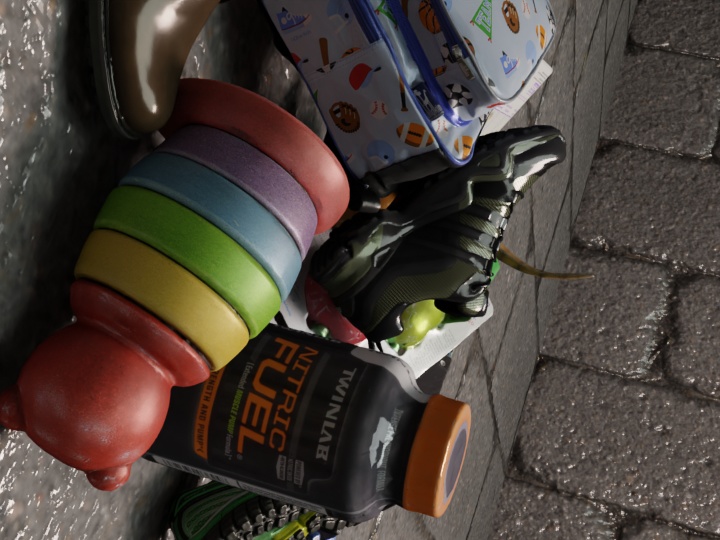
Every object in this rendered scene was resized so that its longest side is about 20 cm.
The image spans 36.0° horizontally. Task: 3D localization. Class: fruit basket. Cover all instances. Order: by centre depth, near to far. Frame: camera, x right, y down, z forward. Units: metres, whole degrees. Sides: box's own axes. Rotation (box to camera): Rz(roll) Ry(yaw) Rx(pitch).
[{"bbox_3d":[0.000,0.000,0.806,0.200,0.094,0.186,-34,106,-29],"label":"fruit basket"}]

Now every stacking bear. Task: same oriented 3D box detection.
[{"bbox_3d":[-0.100,0.011,0.571,0.200,0.121,0.114,-58,-160,-18],"label":"stacking bear"}]

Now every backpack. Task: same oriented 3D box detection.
[{"bbox_3d":[0.025,-0.169,0.718,0.191,0.154,0.200,52,35,-15],"label":"backpack"}]

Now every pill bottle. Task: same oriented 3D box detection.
[{"bbox_3d":[-0.035,0.092,0.690,0.106,0.199,0.107,13,90,-74],"label":"pill bottle"}]

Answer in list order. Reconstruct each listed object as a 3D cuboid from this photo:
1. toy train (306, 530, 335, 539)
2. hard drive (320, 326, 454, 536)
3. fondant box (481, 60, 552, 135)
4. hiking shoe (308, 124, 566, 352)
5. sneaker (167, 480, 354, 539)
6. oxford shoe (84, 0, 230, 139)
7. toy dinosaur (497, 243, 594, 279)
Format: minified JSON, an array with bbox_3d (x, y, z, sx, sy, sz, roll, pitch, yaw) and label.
[{"bbox_3d":[-0.083,0.228,0.832,0.200,0.034,0.046,-4,99,-50],"label":"toy train"},{"bbox_3d":[0.018,0.157,1.090,0.140,0.038,0.200,-39,-161,47],"label":"hard drive"},{"bbox_3d":[0.077,-0.129,0.991,0.200,0.058,0.144,-49,169,13],"label":"fondant box"},{"bbox_3d":[0.065,-0.021,0.751,0.101,0.200,0.076,59,-11,-14],"label":"hiking shoe"},{"bbox_3d":[-0.048,0.146,0.801,0.200,0.085,0.078,-22,128,-34],"label":"sneaker"},{"bbox_3d":[-0.080,-0.159,0.546,0.073,0.084,0.201,14,92,-76],"label":"oxford shoe"},{"bbox_3d":[0.080,-0.042,0.881,0.060,0.200,0.106,-42,180,-17],"label":"toy dinosaur"}]
